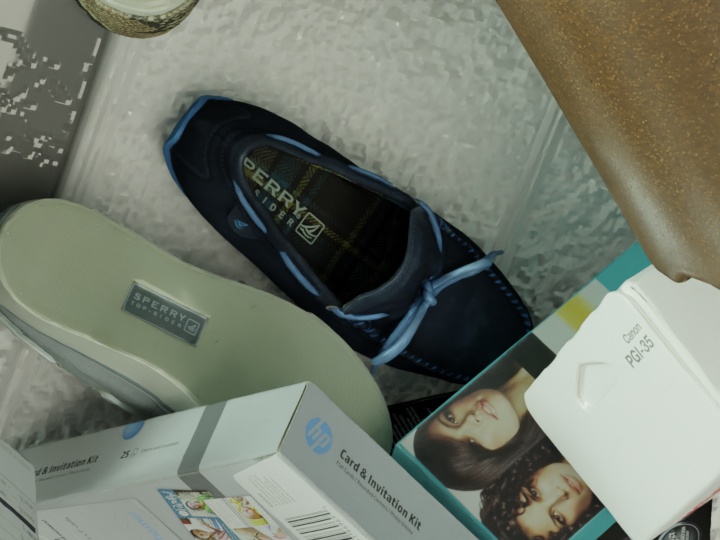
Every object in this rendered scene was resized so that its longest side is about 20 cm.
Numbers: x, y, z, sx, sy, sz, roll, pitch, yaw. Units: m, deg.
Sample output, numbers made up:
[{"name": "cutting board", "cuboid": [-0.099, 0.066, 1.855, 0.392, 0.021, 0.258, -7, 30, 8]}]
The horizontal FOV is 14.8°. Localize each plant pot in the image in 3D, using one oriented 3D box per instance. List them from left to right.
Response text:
[{"name": "plant pot", "cuboid": [0.132, -0.112, 0.978, 0.200, 0.200, 0.198, -29, 117, -5]}]

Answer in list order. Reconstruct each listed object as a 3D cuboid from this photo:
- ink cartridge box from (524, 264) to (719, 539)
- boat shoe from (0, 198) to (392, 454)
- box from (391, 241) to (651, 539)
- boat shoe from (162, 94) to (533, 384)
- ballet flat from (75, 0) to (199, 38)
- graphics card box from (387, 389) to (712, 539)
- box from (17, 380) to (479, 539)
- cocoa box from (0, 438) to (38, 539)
[{"name": "ink cartridge box", "cuboid": [0.181, 0.013, 1.132, 0.200, 0.147, 0.083, -32, 79, -23]}, {"name": "boat shoe", "cuboid": [-0.078, 0.031, 1.181, 0.201, 0.072, 0.070, 32, 75, -19]}, {"name": "box", "cuboid": [0.109, 0.054, 1.211, 0.200, 0.082, 0.049, -39, 163, -25]}, {"name": "boat shoe", "cuboid": [0.000, 0.000, 1.191, 0.200, 0.069, 0.084, 28, 90, -30]}, {"name": "ballet flat", "cuboid": [-0.078, -0.153, 1.063, 0.068, 0.075, 0.200, 12, 131, -9]}, {"name": "graphics card box", "cuboid": [0.063, 0.113, 1.274, 0.200, 0.051, 0.125, -12, 125, -16]}, {"name": "box", "cuboid": [-0.046, 0.123, 1.173, 0.156, 0.200, 0.041, 44, 50, -27]}, {"name": "cocoa box", "cuboid": [-0.233, 0.132, 1.045, 0.200, 0.131, 0.133, -13, 155, 13]}]
